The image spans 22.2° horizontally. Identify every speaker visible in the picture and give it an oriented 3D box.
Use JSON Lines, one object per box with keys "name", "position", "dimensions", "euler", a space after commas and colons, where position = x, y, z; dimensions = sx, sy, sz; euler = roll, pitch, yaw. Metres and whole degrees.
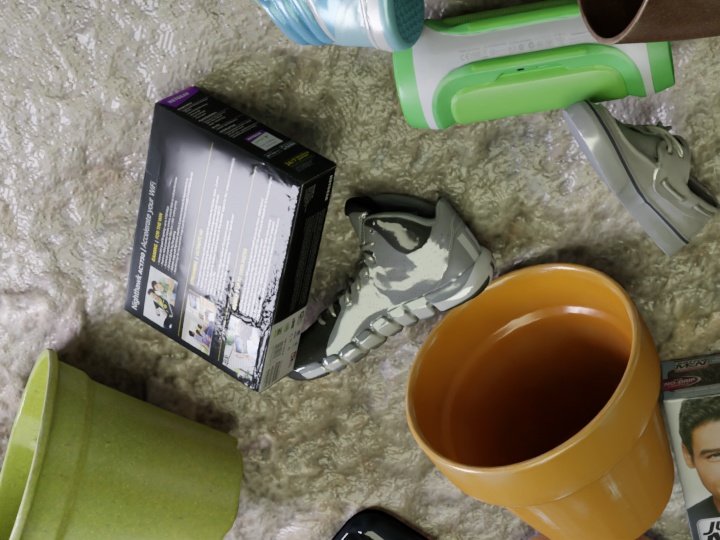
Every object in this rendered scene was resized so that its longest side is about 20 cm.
{"name": "speaker", "position": [0.128, -0.157, 1.356], "dimensions": [0.199, 0.089, 0.089], "euler": [-8, 120, 12]}

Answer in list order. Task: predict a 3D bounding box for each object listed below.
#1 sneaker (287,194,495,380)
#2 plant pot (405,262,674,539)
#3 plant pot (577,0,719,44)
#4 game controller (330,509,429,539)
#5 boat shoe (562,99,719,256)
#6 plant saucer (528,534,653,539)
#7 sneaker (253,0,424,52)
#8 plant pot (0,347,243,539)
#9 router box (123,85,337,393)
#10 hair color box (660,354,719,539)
{"name": "sneaker", "position": [0.000, 0.000, 1.486], "dimensions": [0.199, 0.075, 0.116], "euler": [-29, 108, 13]}
{"name": "plant pot", "position": [0.165, 0.128, 1.479], "dimensions": [0.199, 0.201, 0.183], "euler": [-21, 132, 19]}
{"name": "plant pot", "position": [0.269, -0.240, 1.250], "dimensions": [0.199, 0.187, 0.188], "euler": [3, 123, -13]}
{"name": "game controller", "position": [-0.006, 0.304, 1.693], "dimensions": [0.104, 0.042, 0.200], "euler": [38, 119, 1]}
{"name": "boat shoe", "position": [0.216, -0.078, 1.374], "dimensions": [0.066, 0.072, 0.200], "euler": [-36, 137, 10]}
{"name": "plant saucer", "position": [0.211, 0.309, 1.667], "dimensions": [0.199, 0.032, 0.201], "euler": [3, 123, 5]}
{"name": "sneaker", "position": [-0.033, -0.253, 1.325], "dimensions": [0.130, 0.079, 0.201], "euler": [-1, 105, 29]}
{"name": "plant pot", "position": [-0.205, 0.186, 1.563], "dimensions": [0.183, 0.201, 0.201], "euler": [16, 123, -16]}
{"name": "router box", "position": [-0.107, -0.024, 1.452], "dimensions": [0.149, 0.051, 0.201], "euler": [30, 125, 23]}
{"name": "hair color box", "position": [0.319, 0.166, 1.548], "dimensions": [0.098, 0.061, 0.201], "euler": [-10, 119, 13]}
